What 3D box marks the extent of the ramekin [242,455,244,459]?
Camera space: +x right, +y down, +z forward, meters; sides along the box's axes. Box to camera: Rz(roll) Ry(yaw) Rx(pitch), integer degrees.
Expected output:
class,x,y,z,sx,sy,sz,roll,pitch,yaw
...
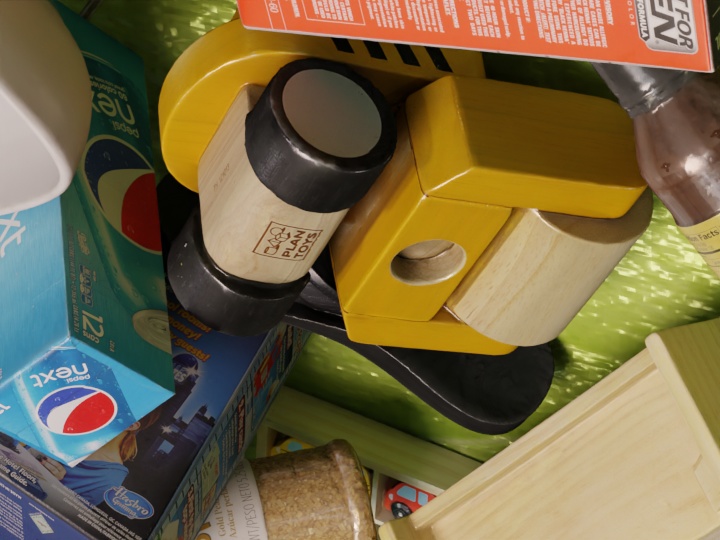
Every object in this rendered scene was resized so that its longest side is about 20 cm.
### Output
class,x,y,z,sx,sy,sz,roll,pitch,yaw
ramekin,-0.159,0.113,1.187,0.200,0.201,0.098,39,168,0

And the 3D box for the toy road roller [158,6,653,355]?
class,x,y,z,sx,sy,sz,roll,pitch,yaw
toy road roller,0.013,-0.058,1.007,0.198,0.147,0.123,9,142,-23

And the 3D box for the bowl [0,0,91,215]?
class,x,y,z,sx,sy,sz,roll,pitch,yaw
bowl,-0.214,-0.108,0.996,0.199,0.075,0.200,-6,137,44

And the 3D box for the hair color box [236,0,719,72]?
class,x,y,z,sx,sy,sz,roll,pitch,yaw
hair color box,0.056,-0.133,0.908,0.199,0.102,0.062,8,129,28

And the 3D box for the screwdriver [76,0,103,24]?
class,x,y,z,sx,sy,sz,roll,pitch,yaw
screwdriver,-0.080,-0.155,1.038,0.029,0.028,0.200,17,143,-20

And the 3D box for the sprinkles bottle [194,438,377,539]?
class,x,y,z,sx,sy,sz,roll,pitch,yaw
sprinkles bottle,-0.095,0.129,1.109,0.198,0.068,0.069,-10,130,-11

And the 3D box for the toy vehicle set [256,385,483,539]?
class,x,y,z,sx,sy,sz,roll,pitch,yaw
toy vehicle set,0.039,0.144,1.201,0.199,0.027,0.125,20,133,19

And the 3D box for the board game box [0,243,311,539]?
class,x,y,z,sx,sy,sz,roll,pitch,yaw
board game box,-0.116,0.036,1.101,0.199,0.200,0.062,31,143,21

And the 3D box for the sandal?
class,x,y,z,sx,sy,sz,roll,pitch,yaw
sandal,0.001,-0.001,1.074,0.199,0.076,0.048,28,151,-1

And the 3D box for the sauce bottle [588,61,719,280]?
class,x,y,z,sx,sy,sz,roll,pitch,yaw
sauce bottle,0.155,-0.032,0.951,0.065,0.065,0.200,-26,106,44

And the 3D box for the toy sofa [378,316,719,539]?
class,x,y,z,sx,sy,sz,roll,pitch,yaw
toy sofa,0.111,0.102,1.067,0.200,0.097,0.083,-40,69,38

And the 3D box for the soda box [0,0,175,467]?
class,x,y,z,sx,sy,sz,roll,pitch,yaw
soda box,-0.132,-0.020,1.048,0.068,0.201,0.064,-34,135,27
